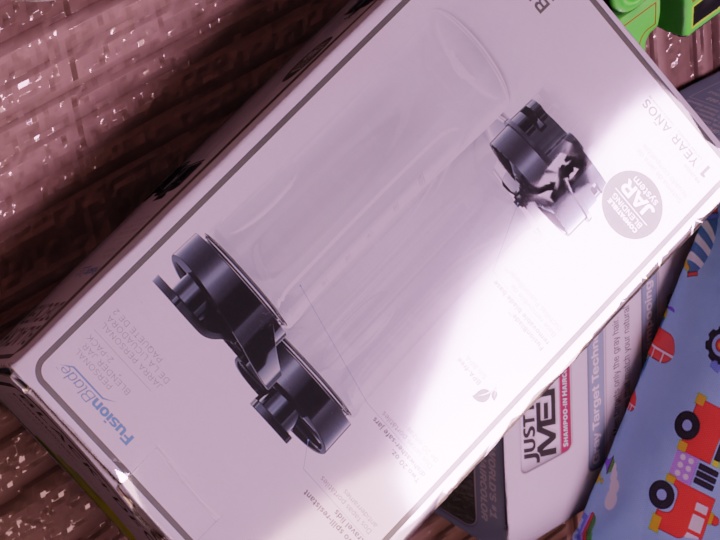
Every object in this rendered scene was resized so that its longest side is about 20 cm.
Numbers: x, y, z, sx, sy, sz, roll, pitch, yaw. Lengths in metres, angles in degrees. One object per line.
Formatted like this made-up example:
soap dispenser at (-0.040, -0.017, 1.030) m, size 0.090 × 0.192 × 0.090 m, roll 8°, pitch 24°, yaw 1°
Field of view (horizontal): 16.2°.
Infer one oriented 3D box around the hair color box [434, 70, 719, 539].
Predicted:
hair color box at (0.100, 0.005, 0.869) m, size 0.199 × 0.060 × 0.100 m, roll -27°, pitch 128°, yaw -34°

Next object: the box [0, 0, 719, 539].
box at (0.000, 0.000, 0.724) m, size 0.117 × 0.060 × 0.200 m, roll 47°, pitch 75°, yaw -13°

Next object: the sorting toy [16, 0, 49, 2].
sorting toy at (-0.017, -0.151, 0.578) m, size 0.200 × 0.180 × 0.107 m, roll -52°, pitch 138°, yaw -12°

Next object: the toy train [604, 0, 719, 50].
toy train at (0.114, -0.113, 0.837) m, size 0.200 × 0.042 × 0.057 m, roll -36°, pitch 142°, yaw -27°

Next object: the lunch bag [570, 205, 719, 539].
lunch bag at (0.185, 0.069, 0.792) m, size 0.094 × 0.199 × 0.152 m, roll 12°, pitch 102°, yaw -48°
